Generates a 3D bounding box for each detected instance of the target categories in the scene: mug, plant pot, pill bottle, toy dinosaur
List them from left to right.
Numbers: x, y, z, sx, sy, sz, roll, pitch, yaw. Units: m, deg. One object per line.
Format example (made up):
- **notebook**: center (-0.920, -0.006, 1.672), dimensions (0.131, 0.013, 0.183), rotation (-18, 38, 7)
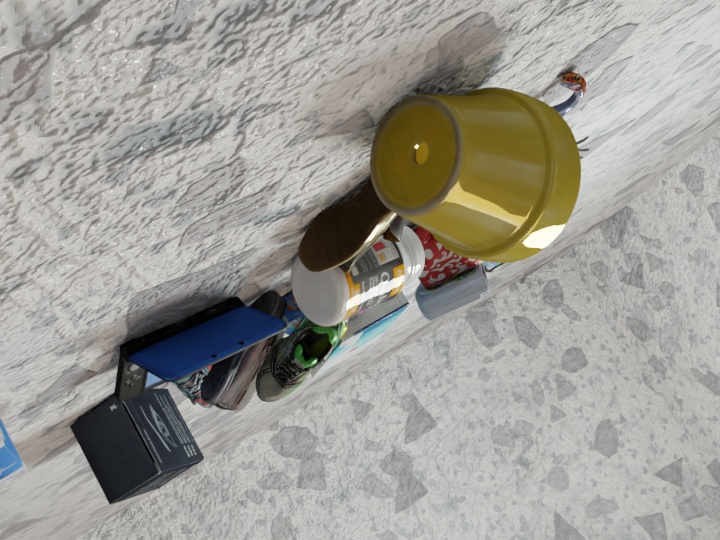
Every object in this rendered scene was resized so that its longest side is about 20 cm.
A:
- **pill bottle**: center (0.000, 0.000, 1.333), dimensions (0.199, 0.117, 0.116), rotation (-23, 166, -42)
- **mug**: center (0.165, -0.078, 1.545), dimensions (0.199, 0.178, 0.134), rotation (-29, -153, 7)
- **plant pot**: center (0.118, -0.116, 1.001), dimensions (0.188, 0.202, 0.200), rotation (6, 143, -48)
- **toy dinosaur**: center (0.242, -0.216, 1.285), dimensions (0.181, 0.105, 0.200), rotation (-44, -152, -4)

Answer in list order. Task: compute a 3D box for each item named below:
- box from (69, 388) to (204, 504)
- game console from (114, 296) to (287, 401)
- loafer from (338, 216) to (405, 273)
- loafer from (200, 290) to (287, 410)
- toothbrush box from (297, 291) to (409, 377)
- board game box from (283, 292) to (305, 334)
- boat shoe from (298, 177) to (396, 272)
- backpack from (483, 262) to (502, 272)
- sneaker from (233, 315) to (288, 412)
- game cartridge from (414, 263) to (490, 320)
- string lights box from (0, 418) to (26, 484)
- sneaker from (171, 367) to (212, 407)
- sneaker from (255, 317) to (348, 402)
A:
- **box**: center (-0.369, 0.288, 1.481), dimensions (0.104, 0.149, 0.200), rotation (-32, 168, 7)
- **game console**: center (-0.222, 0.127, 1.228), dimensions (0.199, 0.118, 0.172), rotation (-23, 148, -38)
- **loafer**: center (0.036, -0.070, 1.244), dimensions (0.199, 0.073, 0.073), rotation (-32, 169, -6)
- **loafer**: center (-0.171, 0.126, 1.373), dimensions (0.063, 0.072, 0.201), rotation (35, 88, -38)
- **toothbrush box**: center (-0.023, 0.089, 1.514), dimensions (0.145, 0.086, 0.200), rotation (-28, 169, -27)
- **board game box**: center (-0.075, 0.057, 1.564), dimensions (0.151, 0.045, 0.200), rotation (-33, 169, 1)
- **boat shoe**: center (0.004, -0.066, 1.171), dimensions (0.199, 0.072, 0.064), rotation (-38, 168, 18)
- **backpack**: center (0.297, -0.098, 1.678), dimensions (0.198, 0.155, 0.163), rotation (-15, -157, 36)
- **sneaker**: center (-0.192, 0.142, 1.459), dimensions (0.201, 0.081, 0.074), rotation (-62, -167, 22)
- **game cartridge**: center (0.162, 0.030, 1.580), dimensions (0.132, 0.041, 0.200), rotation (-29, -170, 10)
- **string lights box**: center (-0.409, 0.165, 0.927), dimensions (0.059, 0.103, 0.200), rotation (-28, 168, -21)
- **sneaker**: center (-0.254, 0.169, 1.412), dimensions (0.079, 0.096, 0.200), rotation (-33, 170, 1)
- **sneaker**: center (-0.101, 0.132, 1.365), dimensions (0.200, 0.078, 0.085), rotation (-50, -176, 23)
